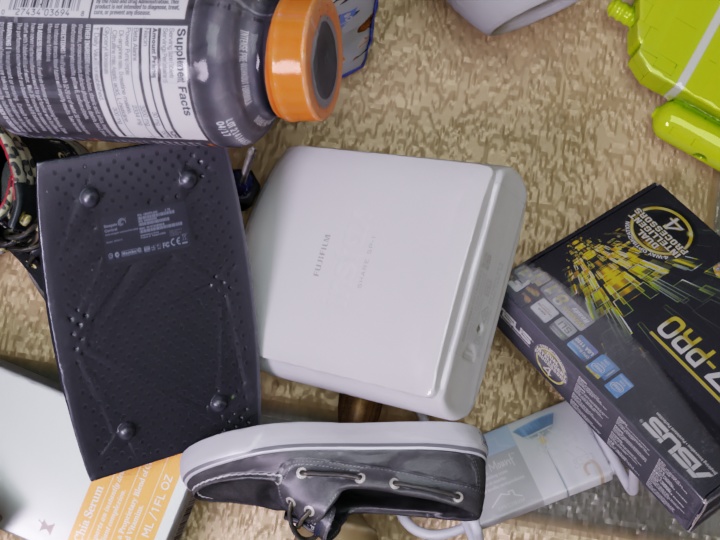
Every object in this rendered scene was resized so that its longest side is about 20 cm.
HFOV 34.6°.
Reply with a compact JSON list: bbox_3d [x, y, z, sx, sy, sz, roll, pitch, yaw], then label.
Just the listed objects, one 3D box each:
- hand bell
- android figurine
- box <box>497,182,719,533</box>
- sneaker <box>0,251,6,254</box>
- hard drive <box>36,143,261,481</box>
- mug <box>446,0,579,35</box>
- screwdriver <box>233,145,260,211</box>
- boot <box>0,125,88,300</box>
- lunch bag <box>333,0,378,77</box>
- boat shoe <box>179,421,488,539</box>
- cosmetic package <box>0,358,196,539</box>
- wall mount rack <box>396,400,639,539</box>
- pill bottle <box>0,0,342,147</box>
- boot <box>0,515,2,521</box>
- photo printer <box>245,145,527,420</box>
[{"bbox_3d":[-0.010,0.142,0.797,0.103,0.104,0.202,9,74,1],"label":"hand bell"},{"bbox_3d":[0.281,-0.168,0.858,0.199,0.041,0.183,28,83,3],"label":"android figurine"},{"bbox_3d":[0.207,0.049,0.769,0.161,0.049,0.200,-29,60,-21],"label":"box"},{"bbox_3d":[-0.326,-0.082,0.824,0.084,0.074,0.201,-35,84,-4],"label":"sneaker"},{"bbox_3d":[-0.135,0.019,0.733,0.134,0.042,0.202,-14,106,-29],"label":"hard drive"},{"bbox_3d":[0.118,-0.274,0.831,0.199,0.147,0.176,-23,91,-34],"label":"mug"},{"bbox_3d":[-0.077,-0.066,0.761,0.028,0.200,0.029,-1,81,-9],"label":"screwdriver"},{"bbox_3d":[-0.207,-0.006,0.771,0.073,0.154,0.205,-23,81,8],"label":"boot"},{"bbox_3d":[-0.085,-0.197,0.793,0.198,0.170,0.125,12,78,-1],"label":"lunch bag"},{"bbox_3d":[-0.017,0.139,0.730,0.198,0.070,0.067,-2,59,1],"label":"boat shoe"},{"bbox_3d":[-0.212,0.132,0.798,0.199,0.071,0.102,21,83,3],"label":"cosmetic package"},{"bbox_3d":[0.104,0.097,0.809,0.199,0.075,0.174,-21,51,-4],"label":"wall mount rack"},{"bbox_3d":[-0.113,-0.126,0.673,0.198,0.106,0.107,5,82,15],"label":"pill bottle"},{"bbox_3d":[-0.348,0.144,0.723,0.186,0.064,0.201,-35,90,-4],"label":"boot"},{"bbox_3d":[0.000,0.000,0.782,0.199,0.069,0.168,11,79,35],"label":"photo printer"}]
